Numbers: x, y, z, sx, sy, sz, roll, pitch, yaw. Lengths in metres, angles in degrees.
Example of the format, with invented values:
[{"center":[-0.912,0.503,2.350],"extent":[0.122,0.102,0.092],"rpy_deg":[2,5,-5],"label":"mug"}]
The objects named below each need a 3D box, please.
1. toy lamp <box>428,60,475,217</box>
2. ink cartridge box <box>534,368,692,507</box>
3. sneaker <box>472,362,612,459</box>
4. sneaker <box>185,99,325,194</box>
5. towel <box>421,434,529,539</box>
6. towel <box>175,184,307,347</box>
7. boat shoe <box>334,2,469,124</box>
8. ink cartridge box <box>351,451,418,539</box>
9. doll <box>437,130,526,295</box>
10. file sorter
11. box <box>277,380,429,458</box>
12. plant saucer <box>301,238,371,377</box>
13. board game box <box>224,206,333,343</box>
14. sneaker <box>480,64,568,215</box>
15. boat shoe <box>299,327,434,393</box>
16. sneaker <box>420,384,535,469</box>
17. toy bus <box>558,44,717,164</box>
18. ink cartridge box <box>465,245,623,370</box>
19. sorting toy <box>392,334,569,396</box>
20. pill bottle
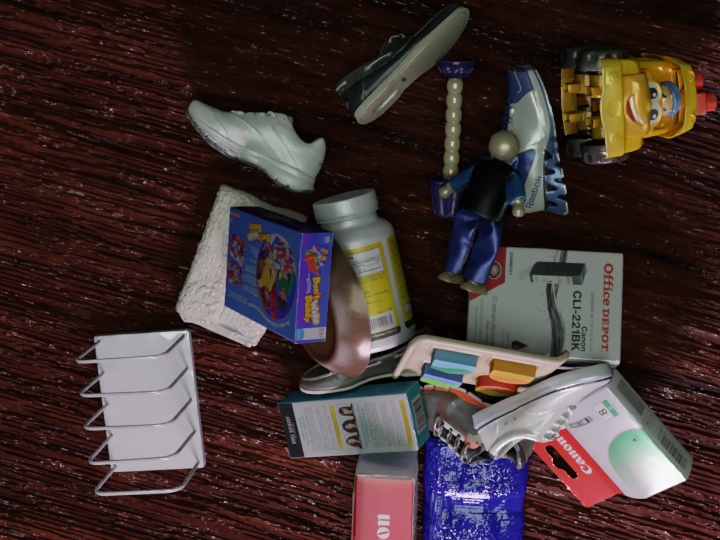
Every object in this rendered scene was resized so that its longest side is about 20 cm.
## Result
[{"center":[0.118,-0.171,1.491],"extent":[0.057,0.058,0.203],"rpy_deg":[2,99,5],"label":"toy lamp"},{"center":[0.312,0.238,1.509],"extent":[0.161,0.050,0.200],"rpy_deg":[48,131,-4],"label":"ink cartridge box"},{"center":[0.237,0.179,1.450],"extent":[0.199,0.073,0.071],"rpy_deg":[-31,74,30],"label":"sneaker"},{"center":[-0.136,-0.178,1.515],"extent":[0.198,0.075,0.088],"rpy_deg":[28,91,-7],"label":"sneaker"},{"center":[0.157,0.333,1.591],"extent":[0.146,0.050,0.203],"rpy_deg":[3,102,6],"label":"towel"},{"center":[-0.165,-0.005,1.562],"extent":[0.131,0.034,0.202],"rpy_deg":[21,102,0],"label":"towel"},{"center":[0.054,-0.279,1.470],"extent":[0.200,0.072,0.068],"rpy_deg":[-41,70,7],"label":"boat shoe"},{"center":[0.033,0.356,1.543],"extent":[0.083,0.176,0.203],"rpy_deg":[2,102,5],"label":"ink cartridge box"},{"center":[0.151,-0.078,1.432],"extent":[0.136,0.048,0.202],"rpy_deg":[25,100,42],"label":"doll"},{"center":[-0.304,0.197,1.571],"extent":[0.137,0.125,0.203],"rpy_deg":[-4,101,7],"label":"file sorter"},{"center":[-0.010,0.203,1.550],"extent":[0.198,0.049,0.083],"rpy_deg":[-7,102,27],"label":"box"},{"center":[-0.052,0.046,1.469],"extent":[0.036,0.200,0.203],"rpy_deg":[-18,101,-27],"label":"plant saucer"},{"center":[-0.108,0.001,1.448],"extent":[0.044,0.199,0.136],"rpy_deg":[-2,103,-32],"label":"board game box"},{"center":[0.196,-0.157,1.472],"extent":[0.114,0.081,0.202],"rpy_deg":[-12,101,6],"label":"sneaker"},{"center":[0.011,0.119,1.552],"extent":[0.198,0.067,0.058],"rpy_deg":[-11,111,1],"label":"boat shoe"},{"center":[0.139,0.214,1.533],"extent":[0.198,0.082,0.077],"rpy_deg":[12,143,12],"label":"sneaker"},{"center":[0.346,-0.208,1.394],"extent":[0.189,0.200,0.137],"rpy_deg":[-4,102,-1],"label":"toy bus"},{"center":[0.238,0.050,1.486],"extent":[0.197,0.084,0.146],"rpy_deg":[3,79,4],"label":"ink cartridge box"},{"center":[0.146,0.126,1.440],"extent":[0.197,0.185,0.037],"rpy_deg":[6,73,-3],"label":"sorting toy"},{"center":[0.000,0.000,1.507],"extent":[0.111,0.112,0.202],"rpy_deg":[-11,100,8],"label":"pill bottle"}]
